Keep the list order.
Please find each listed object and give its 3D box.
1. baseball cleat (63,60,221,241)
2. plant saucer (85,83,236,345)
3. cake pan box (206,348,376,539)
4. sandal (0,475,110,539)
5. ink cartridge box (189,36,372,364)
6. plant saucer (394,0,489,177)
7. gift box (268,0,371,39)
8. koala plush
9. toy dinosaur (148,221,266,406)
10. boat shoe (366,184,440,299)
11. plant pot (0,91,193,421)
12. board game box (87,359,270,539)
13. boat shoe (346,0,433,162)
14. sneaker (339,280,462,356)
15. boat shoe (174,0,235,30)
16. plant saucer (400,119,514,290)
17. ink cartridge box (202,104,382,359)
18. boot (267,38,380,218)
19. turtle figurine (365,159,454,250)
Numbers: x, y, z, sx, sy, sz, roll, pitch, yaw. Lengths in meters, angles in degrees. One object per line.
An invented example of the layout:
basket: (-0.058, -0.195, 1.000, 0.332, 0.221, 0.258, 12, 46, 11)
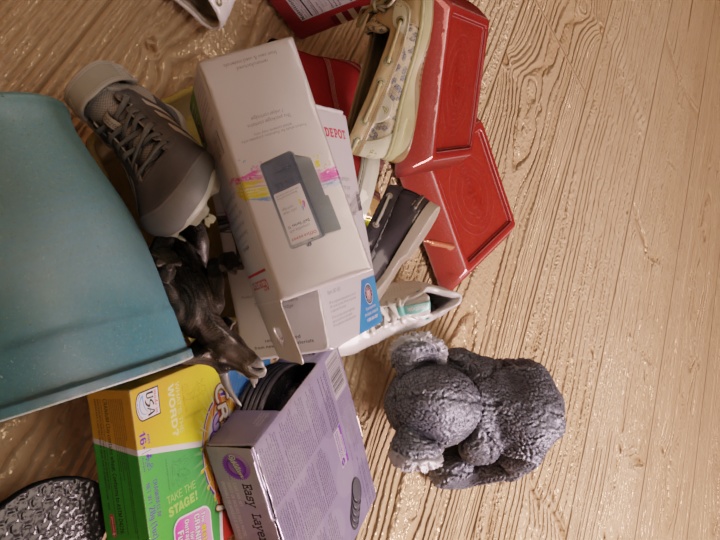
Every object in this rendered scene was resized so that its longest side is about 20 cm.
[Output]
baseball cleat: (-0.160, -0.088, 0.568, 0.106, 0.200, 0.070, 38, 94, -30)
plant saucer: (-0.142, -0.060, 0.738, 0.200, 0.048, 0.200, -43, 116, -46)
cake pan box: (-0.053, 0.182, 0.735, 0.184, 0.052, 0.200, -55, 135, -59)
sandal: (-0.262, 0.212, 0.554, 0.200, 0.048, 0.075, -41, 117, -32)
ink cartridge box: (-0.053, -0.041, 0.561, 0.067, 0.117, 0.200, -19, 92, -15)
plant saucer: (0.097, -0.206, 0.899, 0.200, 0.037, 0.200, -25, 123, -66)
gift box: (-0.008, -0.377, 0.843, 0.185, 0.200, 0.187, 49, 48, -40)
koala plush: (0.109, 0.155, 0.926, 0.200, 0.184, 0.178, 19, 69, -35)
toy dinosaur: (-0.138, 0.001, 0.627, 0.077, 0.102, 0.200, -10, 52, -32)
boat shoe: (0.000, 0.000, 0.824, 0.200, 0.063, 0.073, -53, 171, -6)
plant pot: (-0.231, -0.004, 0.517, 0.200, 0.200, 0.188, -17, 90, -50)
board game box: (-0.133, 0.147, 0.669, 0.200, 0.040, 0.153, -18, 103, -66)
boat shoe: (0.024, -0.204, 0.760, 0.063, 0.073, 0.200, 4, 95, -15)
sneaker: (0.034, 0.044, 0.900, 0.200, 0.088, 0.075, -17, 98, -46)
boat shoe: (-0.181, -0.285, 0.709, 0.200, 0.071, 0.069, 31, 59, -45)
plant saucer: (0.138, -0.099, 1.083, 0.200, 0.037, 0.200, -38, 112, -46)
ink cartridge box: (-0.055, -0.036, 0.706, 0.145, 0.084, 0.200, -17, 97, -70)
boot: (-0.057, -0.136, 0.811, 0.144, 0.072, 0.200, 12, 61, -24)
turtle figurine: (0.008, -0.085, 0.902, 0.200, 0.064, 0.162, 5, 71, -21)
